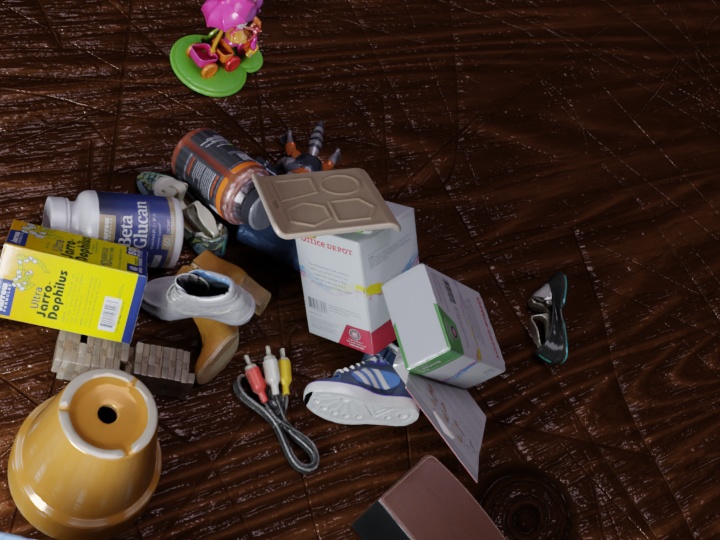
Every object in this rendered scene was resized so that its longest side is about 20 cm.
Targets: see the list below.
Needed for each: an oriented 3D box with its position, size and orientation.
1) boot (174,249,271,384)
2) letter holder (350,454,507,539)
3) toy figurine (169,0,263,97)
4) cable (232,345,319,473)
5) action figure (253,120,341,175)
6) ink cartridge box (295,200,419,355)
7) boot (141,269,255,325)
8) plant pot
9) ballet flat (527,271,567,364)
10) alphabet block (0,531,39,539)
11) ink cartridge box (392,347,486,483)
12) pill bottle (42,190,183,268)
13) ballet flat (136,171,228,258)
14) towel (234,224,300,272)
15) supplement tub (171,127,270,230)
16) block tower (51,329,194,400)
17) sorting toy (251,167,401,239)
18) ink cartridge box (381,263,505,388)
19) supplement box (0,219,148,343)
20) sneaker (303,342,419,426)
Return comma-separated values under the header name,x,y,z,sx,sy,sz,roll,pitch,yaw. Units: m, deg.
name,x,y,z,sx,sy,sz,roll,pitch,yaw
boot,-0.245,0.068,1.563,0.143,0.071,0.202,28,56,10
letter holder,0.112,0.396,1.490,0.200,0.101,0.142,49,47,10
toy figurine,-0.232,-0.440,1.842,0.199,0.184,0.151,-24,71,-39
cable,-0.126,0.212,1.523,0.096,0.050,0.202,-9,61,-32
action figure,-0.120,-0.192,1.772,0.198,0.105,0.194,30,32,-13
ink cartridge box,0.000,0.000,1.615,0.144,0.202,0.144,18,37,38
boot,-0.256,0.028,1.496,0.197,0.096,0.074,4,63,20
plant pot,-0.343,0.225,1.309,0.198,0.184,0.202,14,52,-19
ballet flat,0.347,0.078,1.866,0.067,0.068,0.202,13,51,-8
alphabet block,-0.379,0.432,1.132,0.193,0.201,0.198,19,50,-14
ink cartridge box,0.122,0.213,1.579,0.201,0.044,0.177,54,26,-16
pill bottle,-0.379,-0.064,1.544,0.197,0.111,0.112,3,56,-26
ballet flat,-0.286,-0.105,1.652,0.200,0.074,0.074,44,49,6
towel,-0.113,-0.053,1.722,0.198,0.049,0.113,27,49,-10
supplement tub,-0.216,-0.146,1.653,0.106,0.108,0.199,-23,48,-37
block tower,-0.341,0.136,1.460,0.197,0.054,0.058,14,52,-20
sorting toy,-0.055,-0.099,1.538,0.197,0.037,0.186,-3,33,-18
ink cartridge box,0.132,0.092,1.573,0.199,0.083,0.146,24,43,-55
supplement box,-0.412,0.016,1.440,0.197,0.111,0.109,13,17,-17
sneaker,0.001,0.165,1.615,0.197,0.081,0.148,11,45,-17
